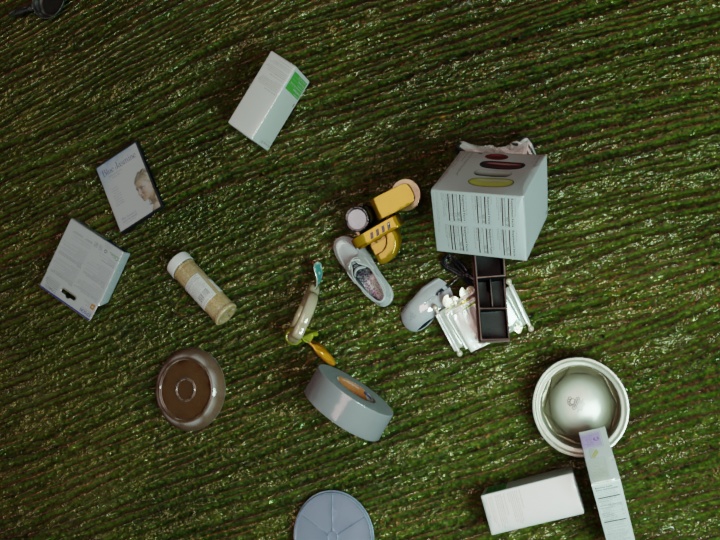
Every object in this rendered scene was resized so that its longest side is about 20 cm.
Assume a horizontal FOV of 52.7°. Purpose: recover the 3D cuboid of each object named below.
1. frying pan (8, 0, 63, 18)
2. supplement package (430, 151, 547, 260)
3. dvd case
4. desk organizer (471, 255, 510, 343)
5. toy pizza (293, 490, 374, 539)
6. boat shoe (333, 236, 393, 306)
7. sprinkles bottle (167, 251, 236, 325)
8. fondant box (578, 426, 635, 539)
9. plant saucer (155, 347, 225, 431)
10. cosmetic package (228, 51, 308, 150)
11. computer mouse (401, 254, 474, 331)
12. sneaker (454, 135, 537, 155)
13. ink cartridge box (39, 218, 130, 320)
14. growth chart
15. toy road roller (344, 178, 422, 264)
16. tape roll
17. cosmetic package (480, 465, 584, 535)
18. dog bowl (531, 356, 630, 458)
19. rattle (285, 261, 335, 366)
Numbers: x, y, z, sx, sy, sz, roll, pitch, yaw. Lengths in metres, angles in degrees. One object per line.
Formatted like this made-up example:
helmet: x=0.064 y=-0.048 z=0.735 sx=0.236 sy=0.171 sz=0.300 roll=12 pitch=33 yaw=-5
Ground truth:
frying pan: x=-0.903 y=-0.741 z=2.055 sx=0.189 sy=0.031 sz=0.116 roll=-39 pitch=75 yaw=12
supplement package: x=0.276 y=-0.142 z=1.530 sx=0.195 sy=0.192 sz=0.150 roll=7 pitch=126 yaw=26
dvd case: x=-0.608 y=-0.221 z=1.920 sx=0.140 sy=0.018 sz=0.204 roll=-29 pitch=77 yaw=12
desk organizer: x=0.280 y=0.050 z=1.559 sx=0.069 sy=0.077 sz=0.207 roll=-4 pitch=82 yaw=7
toy pizza: x=-0.060 y=0.608 z=1.665 sx=0.194 sy=0.032 sz=0.207 roll=-2 pitch=83 yaw=17
boat shoe: x=0.000 y=0.000 z=1.695 sx=0.071 sy=0.068 sz=0.203 roll=-35 pitch=76 yaw=9
sprinkles bottle: x=-0.394 y=0.044 z=1.804 sx=0.200 sy=0.068 sz=0.068 roll=44 pitch=96 yaw=15
fondant box: x=0.485 y=0.435 z=1.424 sx=0.057 sy=0.145 sz=0.204 roll=-14 pitch=116 yaw=13
plant saucer: x=-0.429 y=0.295 z=1.806 sx=0.194 sy=0.032 sz=0.207 roll=-2 pitch=85 yaw=16
cosmetic package: x=-0.223 y=-0.412 z=1.777 sx=0.084 sy=0.107 sz=0.203 roll=33 pitch=95 yaw=16
computer mouse: x=0.172 y=0.061 z=1.652 sx=0.200 sy=0.044 sz=0.110 roll=-44 pitch=76 yaw=7
sneaker: x=0.317 y=-0.262 z=1.641 sx=0.198 sy=0.076 sz=0.117 roll=32 pitch=84 yaw=9
ink cartridge box: x=-0.727 y=-0.002 z=1.918 sx=0.197 sy=0.041 sz=0.204 roll=29 pitch=93 yaw=17
growth chart: x=0.268 y=0.099 z=1.610 sx=0.195 sy=0.018 sz=0.148 roll=-22 pitch=89 yaw=7
toy road roller: x=0.068 y=-0.107 z=1.666 sx=0.196 sy=0.123 sz=0.149 roll=-28 pitch=92 yaw=12
tape roll: x=-0.025 y=0.289 z=1.602 sx=0.198 sy=0.200 sz=0.067 roll=34 pitch=94 yaw=16
cosmetic package: x=0.360 y=0.480 z=1.519 sx=0.195 sy=0.107 sz=0.087 roll=-19 pitch=78 yaw=11
dog bowl: x=0.461 y=0.284 z=1.529 sx=0.194 sy=0.074 sz=0.207 roll=-2 pitch=84 yaw=16
rattle: x=-0.088 y=0.095 z=1.712 sx=0.139 sy=0.131 sz=0.204 roll=21 pitch=63 yaw=6
